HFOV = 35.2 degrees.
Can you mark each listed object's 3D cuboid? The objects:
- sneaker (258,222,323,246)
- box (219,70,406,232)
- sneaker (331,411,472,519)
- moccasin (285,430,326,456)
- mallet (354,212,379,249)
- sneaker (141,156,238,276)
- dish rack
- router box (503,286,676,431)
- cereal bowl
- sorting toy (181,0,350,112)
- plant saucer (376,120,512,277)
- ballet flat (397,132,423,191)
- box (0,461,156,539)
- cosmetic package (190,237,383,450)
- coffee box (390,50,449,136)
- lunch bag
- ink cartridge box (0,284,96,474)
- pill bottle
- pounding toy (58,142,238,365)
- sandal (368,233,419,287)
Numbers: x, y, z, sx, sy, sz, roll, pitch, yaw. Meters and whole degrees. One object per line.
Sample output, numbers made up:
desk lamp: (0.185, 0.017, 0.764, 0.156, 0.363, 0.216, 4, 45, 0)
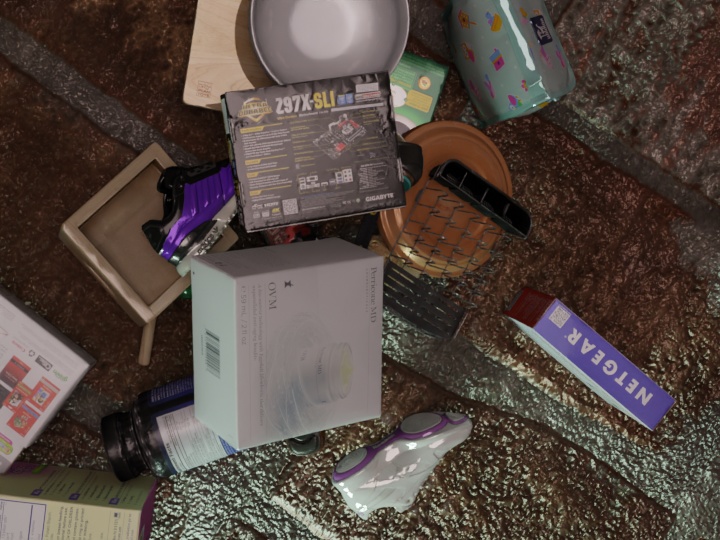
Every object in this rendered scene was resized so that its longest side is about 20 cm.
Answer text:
sneaker: (-0.106, -0.067, 1.449, 0.097, 0.071, 0.204, -7, 93, 26)
box: (-0.053, -0.138, 1.318, 0.197, 0.049, 0.162, -10, 95, -12)
sneaker: (0.063, 0.256, 1.497, 0.198, 0.075, 0.101, -28, 109, 2)
moccasin: (-0.080, 0.135, 1.473, 0.073, 0.078, 0.204, -15, 98, 11)
mallet: (0.000, 0.000, 1.422, 0.065, 0.041, 0.202, 26, 117, -4)
sneaker: (-0.187, -0.100, 1.351, 0.099, 0.069, 0.201, 38, 68, -10)
dish rack: (0.111, -0.019, 1.421, 0.152, 0.054, 0.202, 31, 82, -22)
router box: (0.287, 0.108, 1.444, 0.199, 0.179, 0.049, 40, 90, -6)
cereal bowl: (-0.043, -0.300, 1.372, 0.197, 0.083, 0.204, -1, 94, -14)
sorting toy: (-0.115, -0.291, 1.435, 0.197, 0.070, 0.202, 9, 92, -13)
plant saucer: (0.112, -0.092, 1.461, 0.197, 0.032, 0.204, -2, 95, -25)
ballet flat: (-0.013, -0.163, 1.399, 0.198, 0.068, 0.069, 24, 68, -3)
box: (-0.363, 0.311, 1.403, 0.197, 0.176, 0.098, 8, 92, -5)
cosmetic package: (-0.083, 0.080, 1.329, 0.198, 0.122, 0.203, -9, 108, -32)
coffee box: (0.027, -0.188, 1.474, 0.121, 0.044, 0.203, 18, 91, -7)
lunch bag: (0.183, -0.276, 1.404, 0.120, 0.200, 0.173, -22, 94, -3)
ink cartridge box: (-0.467, 0.125, 1.426, 0.199, 0.084, 0.176, 39, 85, -5)
pill bottle: (-0.222, 0.195, 1.441, 0.197, 0.112, 0.113, -19, 95, -3)
pounding toy: (-0.266, -0.014, 1.429, 0.184, 0.142, 0.200, -44, 98, -16)
sandal: (0.009, -0.001, 1.470, 0.209, 0.070, 0.079, -18, 95, -4)
